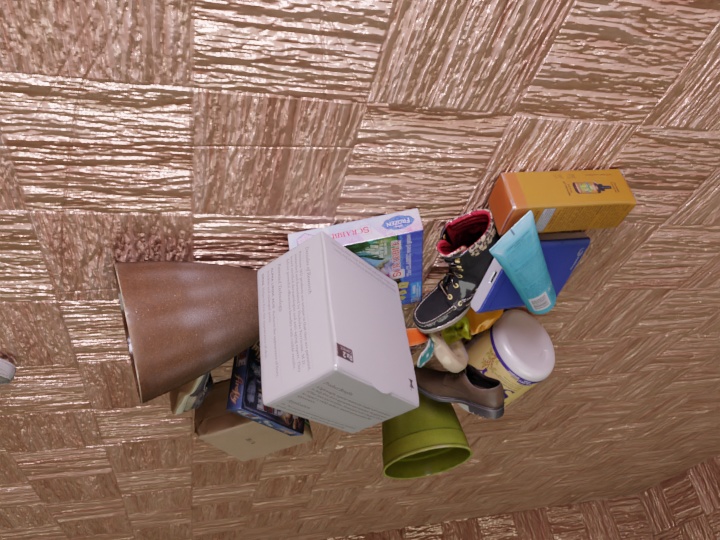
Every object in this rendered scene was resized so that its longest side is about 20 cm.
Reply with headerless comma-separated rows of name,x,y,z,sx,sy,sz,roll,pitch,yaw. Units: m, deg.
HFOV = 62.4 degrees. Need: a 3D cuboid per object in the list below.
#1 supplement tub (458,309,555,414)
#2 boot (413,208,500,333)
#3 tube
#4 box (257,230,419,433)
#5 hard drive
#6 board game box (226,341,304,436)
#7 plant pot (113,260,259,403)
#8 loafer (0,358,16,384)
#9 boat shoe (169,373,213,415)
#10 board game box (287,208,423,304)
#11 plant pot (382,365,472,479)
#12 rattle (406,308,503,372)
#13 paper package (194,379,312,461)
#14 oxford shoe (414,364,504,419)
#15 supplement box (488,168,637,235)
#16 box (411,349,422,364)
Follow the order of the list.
supplement tub,0.276,0.189,1.192,0.141,0.149,0.201,8,142,-27
boot,0.148,0.002,0.926,0.197,0.074,0.151,-33,142,5
tube,0.243,-0.003,0.867,0.078,0.050,0.200,-45,139,-4
box,-0.032,0.093,0.827,0.128,0.205,0.197,-26,143,26
hard drive,0.276,0.002,0.955,0.195,0.025,0.135,-5,130,-37
board game box,-0.163,0.212,1.091,0.034,0.140,0.200,-10,151,25
plant pot,-0.230,0.066,0.843,0.194,0.191,0.189,-11,150,-24
loafer,-0.652,0.165,0.928,0.194,0.072,0.070,9,142,-29
boat shoe,-0.306,0.206,1.106,0.063,0.073,0.201,-3,144,-35
board game box,0.000,0.000,0.922,0.192,0.042,0.202,-12,146,-1
plant pot,0.125,0.323,1.295,0.193,0.198,0.203,-8,148,-5
rattle,0.166,0.100,1.029,0.139,0.135,0.199,-17,158,25
paper package,-0.217,0.304,1.242,0.185,0.106,0.201,-18,145,9
oxford shoe,0.183,0.209,1.138,0.194,0.072,0.087,11,117,26
supplement box,0.287,-0.098,0.849,0.193,0.068,0.070,-5,147,-10
box,0.033,0.225,1.184,0.196,0.022,0.164,-30,167,-9
